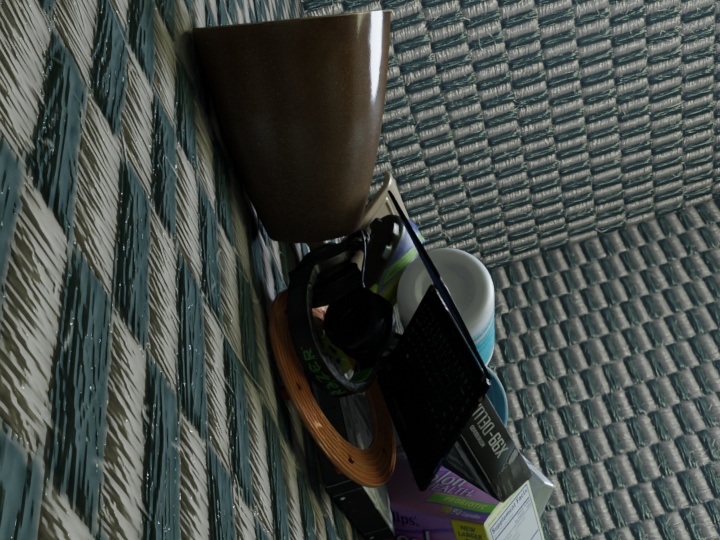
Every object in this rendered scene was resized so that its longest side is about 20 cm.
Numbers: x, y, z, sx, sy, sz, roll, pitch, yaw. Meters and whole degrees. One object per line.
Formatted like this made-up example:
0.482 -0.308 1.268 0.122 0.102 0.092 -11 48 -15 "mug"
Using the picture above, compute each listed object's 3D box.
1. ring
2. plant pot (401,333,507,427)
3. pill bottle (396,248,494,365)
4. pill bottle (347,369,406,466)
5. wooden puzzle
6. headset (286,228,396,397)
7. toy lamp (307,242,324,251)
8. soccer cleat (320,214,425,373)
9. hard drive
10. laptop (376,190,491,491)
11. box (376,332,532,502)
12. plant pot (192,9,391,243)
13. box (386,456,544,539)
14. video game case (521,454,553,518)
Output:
-0.027 0.109 0.860 0.201 0.019 0.202 53 19 -26 "ring"
0.088 0.187 1.359 0.188 0.197 0.203 -137 -153 -67 "plant pot"
0.105 0.066 1.093 0.201 0.109 0.112 73 2 -61 "pill bottle"
0.054 0.218 1.187 0.114 0.112 0.203 -96 168 -69 "pill bottle"
0.000 0.000 1.130 0.037 0.202 0.185 25 -16 24 "wooden puzzle"
-0.027 0.031 0.877 0.124 0.093 0.202 55 33 -29 "headset"
-0.045 -0.009 1.157 0.201 0.057 0.059 68 7 -48 "toy lamp"
0.019 0.035 1.066 0.064 0.203 0.083 22 -3 45 "soccer cleat"
-0.010 0.191 0.971 0.201 0.037 0.141 66 8 -55 "hard drive"
0.044 0.064 0.863 0.202 0.102 0.178 -61 -156 20 "laptop"
0.088 0.154 1.020 0.159 0.050 0.199 59 -16 -18 "box"
-0.055 -0.135 0.875 0.187 0.183 0.204 -92 177 -74 "plant pot"
0.120 0.335 1.065 0.096 0.174 0.203 -33 113 -43 "box"
0.165 0.330 1.220 0.203 0.023 0.182 -66 -158 6 "video game case"
